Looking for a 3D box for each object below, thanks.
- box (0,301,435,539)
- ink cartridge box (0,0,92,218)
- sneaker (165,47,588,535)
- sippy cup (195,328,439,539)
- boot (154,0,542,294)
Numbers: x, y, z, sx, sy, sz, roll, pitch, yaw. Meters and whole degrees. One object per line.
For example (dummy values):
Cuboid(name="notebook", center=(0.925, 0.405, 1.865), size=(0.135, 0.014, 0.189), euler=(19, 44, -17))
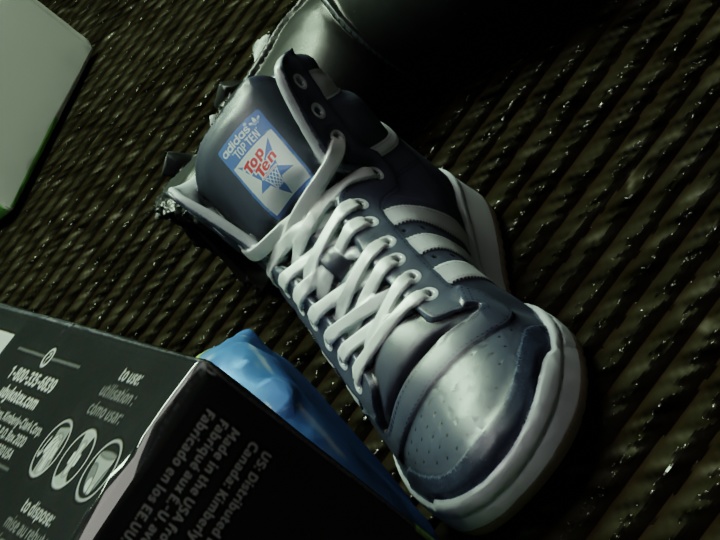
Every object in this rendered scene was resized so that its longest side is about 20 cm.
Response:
Cuboid(name="box", center=(-0.012, 0.114, 0.404), size=(0.125, 0.200, 0.148), euler=(-55, 22, -11))
Cuboid(name="ink cartridge box", center=(-0.274, -0.076, 1.359), size=(0.199, 0.084, 0.146), euler=(-29, 32, 45))
Cuboid(name="sneaker", center=(0.000, 0.000, 0.671), size=(0.070, 0.108, 0.200), euler=(-47, 23, 13))
Cuboid(name="sippy cup", center=(-0.048, 0.093, 0.619), size=(0.130, 0.140, 0.178), euler=(-42, 61, -1))
Cuboid(name="boot", center=(-0.004, -0.074, 0.840), size=(0.163, 0.073, 0.198), euler=(-55, 15, -11))
